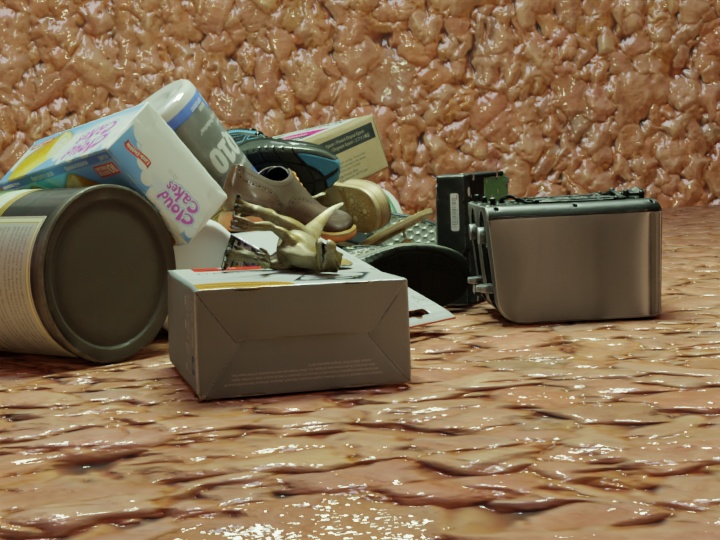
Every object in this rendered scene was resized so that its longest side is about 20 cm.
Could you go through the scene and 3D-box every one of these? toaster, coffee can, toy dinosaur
[{"bbox_3d":[0.206,-0.019,1.433,0.197,0.120,0.181,-3,5,-2],"label":"toaster"},{"bbox_3d":[-0.280,0.001,1.269,0.198,0.148,0.146,1,6,41],"label":"coffee can"},{"bbox_3d":[-0.055,-0.020,1.138,0.100,0.059,0.200,13,11,-5],"label":"toy dinosaur"}]

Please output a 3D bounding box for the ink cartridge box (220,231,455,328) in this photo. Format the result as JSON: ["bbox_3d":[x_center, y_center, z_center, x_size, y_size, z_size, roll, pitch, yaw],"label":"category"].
[{"bbox_3d":[-0.023,0.024,1.337,0.199,0.051,0.108,30,21,30],"label":"ink cartridge box"}]

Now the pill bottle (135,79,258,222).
[{"bbox_3d":[-0.165,-0.087,1.514,0.113,0.201,0.114,-31,21,14],"label":"pill bottle"}]

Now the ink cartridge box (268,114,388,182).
[{"bbox_3d":[-0.093,-0.124,1.802,0.198,0.076,0.164,-9,14,38],"label":"ink cartridge box"}]

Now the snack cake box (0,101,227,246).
[{"bbox_3d":[-0.229,-0.073,1.327,0.199,0.115,0.067,-10,36,48],"label":"snack cake box"}]

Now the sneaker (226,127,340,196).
[{"bbox_3d":[-0.112,-0.128,1.594,0.198,0.074,0.082,3,42,19],"label":"sneaker"}]

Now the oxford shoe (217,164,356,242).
[{"bbox_3d":[-0.066,-0.067,1.469,0.071,0.074,0.199,3,-2,32],"label":"oxford shoe"}]

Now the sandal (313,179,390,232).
[{"bbox_3d":[-0.060,-0.061,1.611,0.069,0.078,0.211,-26,16,-36],"label":"sandal"}]

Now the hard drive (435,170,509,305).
[{"bbox_3d":[0.128,-0.040,1.621,0.037,0.142,0.200,-1,5,21],"label":"hard drive"}]

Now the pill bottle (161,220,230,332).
[{"bbox_3d":[-0.205,0.002,1.441,0.112,0.114,0.199,-5,4,-33],"label":"pill bottle"}]

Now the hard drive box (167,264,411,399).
[{"bbox_3d":[-0.061,0.040,1.098,0.154,0.078,0.200,-3,4,-14],"label":"hard drive box"}]

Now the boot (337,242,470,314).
[{"bbox_3d":[-0.001,-0.001,1.526,0.201,0.074,0.154,-8,14,-15],"label":"boot"}]

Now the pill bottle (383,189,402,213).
[{"bbox_3d":[-0.044,-0.051,1.942,0.199,0.114,0.112,-6,6,-44],"label":"pill bottle"}]

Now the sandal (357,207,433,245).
[{"bbox_3d":[-0.001,0.007,1.631,0.210,0.070,0.078,-26,-5,0],"label":"sandal"}]

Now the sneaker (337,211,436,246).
[{"bbox_3d":[0.034,-0.014,1.747,0.201,0.077,0.146,25,-22,3],"label":"sneaker"}]
